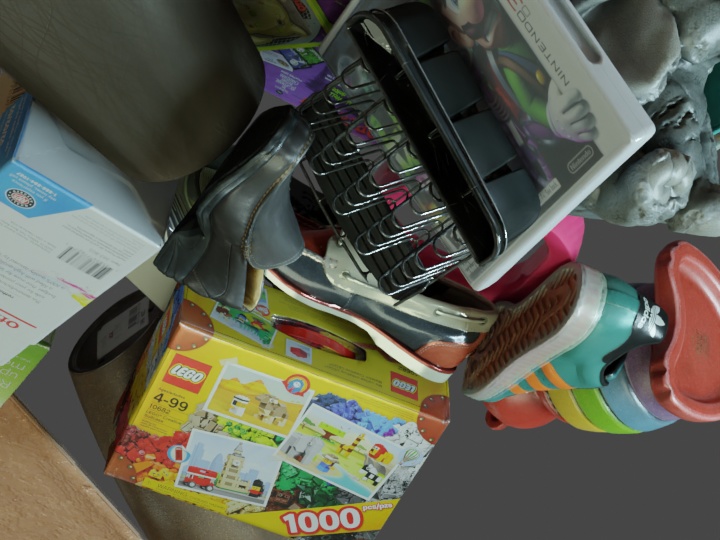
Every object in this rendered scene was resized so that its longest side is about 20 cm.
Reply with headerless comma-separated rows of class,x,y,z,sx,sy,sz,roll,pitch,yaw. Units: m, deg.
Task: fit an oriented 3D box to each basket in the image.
basket,-0.150,-0.155,1.093,0.179,0.137,0.200,-11,141,27

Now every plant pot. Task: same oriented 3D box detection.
plant pot,-0.127,0.115,1.451,0.186,0.188,0.201,-21,119,33

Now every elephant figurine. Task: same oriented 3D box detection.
elephant figurine,0.173,-0.127,1.088,0.153,0.202,0.141,4,-173,-20

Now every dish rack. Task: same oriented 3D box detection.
dish rack,0.017,-0.058,1.105,0.154,0.054,0.200,62,149,3

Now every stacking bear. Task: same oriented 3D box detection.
stacking bear,0.169,0.066,1.364,0.199,0.123,0.113,-14,150,40

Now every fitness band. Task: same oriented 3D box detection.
fitness band,0.071,-0.028,1.272,0.142,0.038,0.200,21,160,-6

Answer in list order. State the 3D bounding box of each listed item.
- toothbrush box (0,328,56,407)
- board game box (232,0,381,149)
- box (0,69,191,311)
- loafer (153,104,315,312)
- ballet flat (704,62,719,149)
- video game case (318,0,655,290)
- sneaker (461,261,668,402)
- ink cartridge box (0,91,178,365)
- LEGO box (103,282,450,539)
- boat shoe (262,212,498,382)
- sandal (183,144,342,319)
toothbrush box,-0.331,0.044,1.457,0.145,0.087,0.200,26,141,-20
board game box,-0.042,-0.158,1.185,0.199,0.033,0.120,25,135,-18
box,-0.163,-0.065,1.287,0.068,0.083,0.200,-18,136,30
loafer,-0.061,-0.035,1.150,0.072,0.073,0.200,37,152,-4
ballet flat,0.177,-0.088,1.205,0.199,0.070,0.071,-15,154,34
video game case,0.063,-0.105,1.075,0.183,0.023,0.200,57,148,9
sneaker,0.135,0.055,1.279,0.079,0.072,0.200,21,158,-15
ink cartridge box,-0.223,-0.024,1.231,0.115,0.068,0.199,32,136,-27
LEGO box,-0.058,0.099,1.315,0.198,0.078,0.150,20,124,-14
boat shoe,0.000,0.000,1.266,0.199,0.071,0.063,33,116,-16
sandal,-0.047,-0.020,1.334,0.201,0.080,0.057,39,152,-24
